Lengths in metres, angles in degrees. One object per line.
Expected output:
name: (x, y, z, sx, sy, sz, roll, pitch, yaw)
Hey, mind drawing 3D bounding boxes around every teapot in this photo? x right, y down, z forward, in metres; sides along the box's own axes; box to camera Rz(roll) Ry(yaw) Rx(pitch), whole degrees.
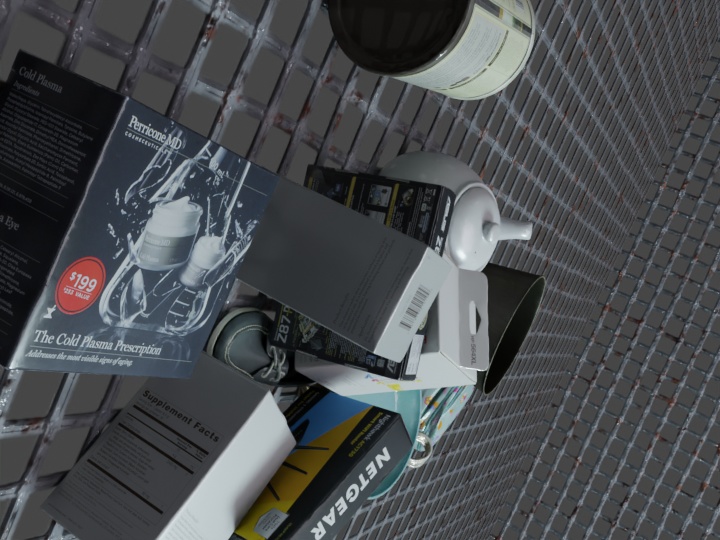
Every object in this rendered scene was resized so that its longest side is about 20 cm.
teapot: (0.104, -0.055, 1.046, 0.200, 0.146, 0.198, -54, 134, -26)

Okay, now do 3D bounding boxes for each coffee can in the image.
coffee can: (0.079, -0.256, 0.849, 0.200, 0.146, 0.147, -7, 120, -62)

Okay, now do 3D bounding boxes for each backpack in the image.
backpack: (0.114, 0.192, 1.378, 0.200, 0.126, 0.167, -51, 156, -20)

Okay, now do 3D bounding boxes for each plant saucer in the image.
plant saucer: (0.016, 0.197, 1.109, 0.200, 0.036, 0.201, -12, 105, -55)

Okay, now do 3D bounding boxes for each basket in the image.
basket: (0.129, 0.048, 1.177, 0.181, 0.199, 0.136, -61, 156, -5)

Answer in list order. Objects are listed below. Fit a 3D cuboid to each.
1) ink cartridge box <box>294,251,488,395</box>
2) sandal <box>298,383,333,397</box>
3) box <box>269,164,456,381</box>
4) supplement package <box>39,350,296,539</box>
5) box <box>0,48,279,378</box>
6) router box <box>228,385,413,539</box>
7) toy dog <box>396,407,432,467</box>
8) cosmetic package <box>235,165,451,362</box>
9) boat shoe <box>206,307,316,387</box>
ink cartridge box: (0.043, 0.059, 0.958, 0.125, 0.199, 0.129, 40, 46, -55)
sandal: (-0.046, 0.168, 1.096, 0.080, 0.054, 0.201, -42, 127, -39)
box: (0.000, 0.000, 0.876, 0.049, 0.161, 0.201, 14, 87, -66)
supplement package: (-0.175, 0.193, 0.805, 0.200, 0.119, 0.121, -52, 151, -25)
box: (-0.178, -0.027, 0.607, 0.183, 0.104, 0.200, -66, 156, 2)
router box: (-0.061, 0.217, 0.895, 0.200, 0.149, 0.051, -43, 124, -33)
toy dog: (-0.005, 0.232, 1.206, 0.199, 0.096, 0.133, -9, 84, -28)
cosmetic package: (-0.030, -0.007, 0.808, 0.113, 0.200, 0.081, -61, 154, -1)
boat shoe: (-0.098, 0.092, 0.932, 0.073, 0.062, 0.200, -62, 156, -3)
